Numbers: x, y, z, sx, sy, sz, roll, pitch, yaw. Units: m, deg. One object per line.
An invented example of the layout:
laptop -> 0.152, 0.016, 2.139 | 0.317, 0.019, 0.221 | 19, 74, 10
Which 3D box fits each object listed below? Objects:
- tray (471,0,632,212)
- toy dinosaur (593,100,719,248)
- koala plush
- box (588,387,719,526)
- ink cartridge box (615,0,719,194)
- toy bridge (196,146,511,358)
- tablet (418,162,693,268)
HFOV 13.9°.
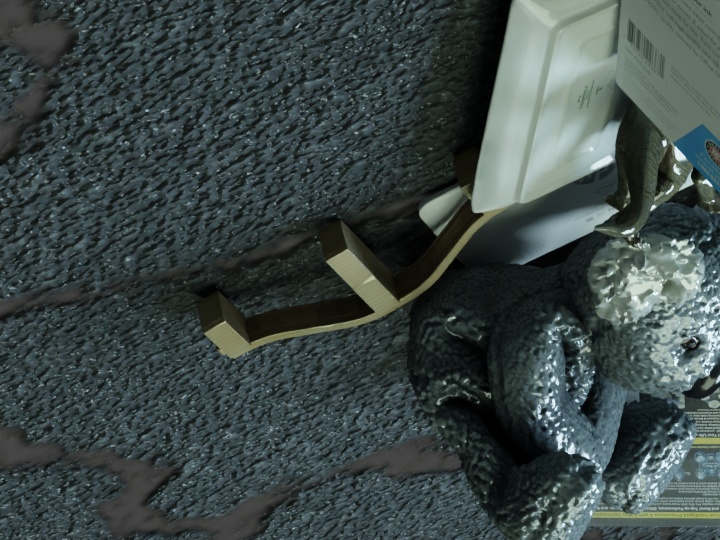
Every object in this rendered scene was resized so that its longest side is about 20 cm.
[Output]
tray -> 0.119, -0.101, 1.590 | 0.107, 0.022, 0.200 | -26, 153, -20
toy dinosaur -> 0.170, -0.075, 1.611 | 0.200, 0.077, 0.102 | -22, 134, -45
koala plush -> 0.144, 0.032, 1.716 | 0.200, 0.184, 0.177 | -44, 168, 30
box -> 0.217, 0.079, 1.828 | 0.200, 0.162, 0.049 | -2, -164, 14
ink cartridge box -> 0.189, -0.139, 1.464 | 0.067, 0.116, 0.200 | -27, 146, -19
toy bridge -> 0.000, 0.000, 1.711 | 0.200, 0.027, 0.067 | -29, 136, 16
tablet -> 0.141, -0.056, 1.740 | 0.200, 0.014, 0.130 | -26, 153, 11
